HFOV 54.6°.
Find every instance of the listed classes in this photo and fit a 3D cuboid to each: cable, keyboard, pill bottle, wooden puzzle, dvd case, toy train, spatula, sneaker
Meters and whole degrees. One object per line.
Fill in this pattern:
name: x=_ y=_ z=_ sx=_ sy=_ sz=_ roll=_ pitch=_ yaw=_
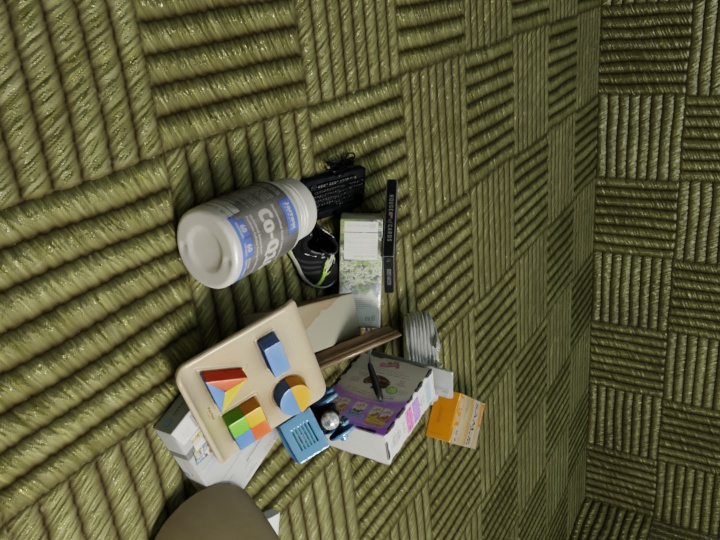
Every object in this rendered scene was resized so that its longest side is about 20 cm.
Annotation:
cable: x=0.129 y=0.190 z=1.499 sx=0.201 sy=0.068 sz=0.203 roll=-95 pitch=-179 yaw=-56
keyboard: x=-0.038 y=-0.150 z=1.247 sx=0.199 sy=0.039 sz=0.106 roll=-27 pitch=121 yaw=-55
pill bottle: x=-0.155 y=-0.062 z=0.998 sx=0.199 sy=0.112 sz=0.116 roll=-35 pitch=126 yaw=-51
wooden puzzle: x=-0.143 y=0.165 z=0.995 sx=0.198 sy=0.046 sz=0.187 roll=-33 pitch=127 yaw=-21
dvd case: x=0.057 y=-0.060 z=1.333 sx=0.200 sy=0.024 sz=0.153 roll=81 pitch=12 yaw=-70
toy train: x=-0.080 y=0.251 z=1.153 sx=0.113 sy=0.200 sz=0.088 roll=-28 pitch=90 yaw=-10
spatula: x=0.021 y=0.166 z=1.332 sx=0.057 sy=0.020 sz=0.202 roll=60 pitch=15 yaw=-45
keyboard: x=0.100 y=0.207 z=1.403 sx=0.011 sy=0.197 sz=0.057 roll=-13 pitch=108 yaw=-52
sneaker: x=-0.071 y=-0.025 z=1.174 sx=0.200 sy=0.082 sz=0.073 roll=50 pitch=55 yaw=-53

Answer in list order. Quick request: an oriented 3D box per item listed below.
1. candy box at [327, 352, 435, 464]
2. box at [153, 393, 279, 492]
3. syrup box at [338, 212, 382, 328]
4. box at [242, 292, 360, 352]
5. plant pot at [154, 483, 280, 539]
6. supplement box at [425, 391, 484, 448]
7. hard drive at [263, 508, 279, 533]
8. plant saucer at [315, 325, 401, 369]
candy box: x=0.027 y=0.254 z=1.323 sx=0.200 sy=0.165 sz=0.073 roll=-44 pitch=133 yaw=-45
box: x=-0.208 y=0.243 z=1.051 sx=0.157 sy=0.041 sz=0.202 roll=-55 pitch=139 yaw=-36
syrup box: x=0.000 y=0.000 z=1.281 sx=0.082 sy=0.077 sz=0.204 roll=-90 pitch=-179 yaw=-78
box: x=-0.092 y=0.093 z=1.149 sx=0.199 sy=0.094 sz=0.079 roll=-12 pitch=92 yaw=-59
plant pot: x=-0.165 y=0.434 z=0.973 sx=0.186 sy=0.198 sz=0.191 roll=-22 pitch=122 yaw=-40
supplement box: x=0.252 y=0.388 z=1.820 sx=0.199 sy=0.072 sz=0.128 roll=31 pitch=71 yaw=-57
hard drive: x=-0.188 y=0.519 z=1.162 sx=0.131 sy=0.026 sz=0.204 roll=-3 pitch=100 yaw=-59
plant saucer: x=-0.023 y=0.140 z=1.216 sx=0.199 sy=0.198 sz=0.030 roll=-11 pitch=76 yaw=-58
